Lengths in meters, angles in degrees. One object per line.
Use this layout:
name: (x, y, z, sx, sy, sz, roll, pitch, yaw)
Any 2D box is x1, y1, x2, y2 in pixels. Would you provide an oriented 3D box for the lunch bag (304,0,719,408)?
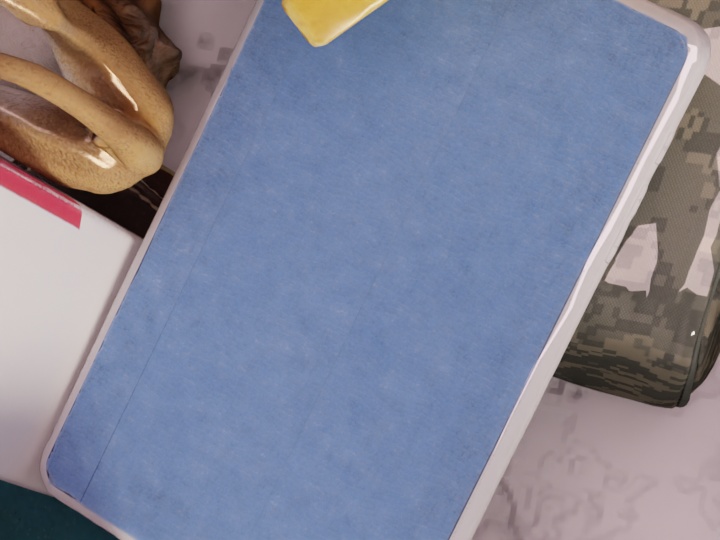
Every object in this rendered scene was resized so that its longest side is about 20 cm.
lunch bag: (0.050, -0.069, 0.782, 0.167, 0.139, 0.201, 18, 85, 11)

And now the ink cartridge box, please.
ink cartridge box: (-0.174, -0.024, 0.756, 0.200, 0.145, 0.085, 27, 87, 28)

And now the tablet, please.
tablet: (0.000, 0.000, 0.711, 0.130, 0.014, 0.201, 29, 97, 25)

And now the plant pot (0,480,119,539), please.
plant pot: (-0.188, 0.132, 0.752, 0.199, 0.200, 0.189, 23, 99, 7)

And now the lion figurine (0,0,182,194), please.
lion figurine: (-0.092, -0.060, 0.751, 0.122, 0.200, 0.072, 39, 103, -27)

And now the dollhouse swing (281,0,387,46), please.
dollhouse swing: (0.003, -0.207, 0.685, 0.181, 0.176, 0.200, -34, 105, 21)

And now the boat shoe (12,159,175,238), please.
boat shoe: (-0.044, 0.033, 0.805, 0.072, 0.072, 0.200, -38, 81, -2)
